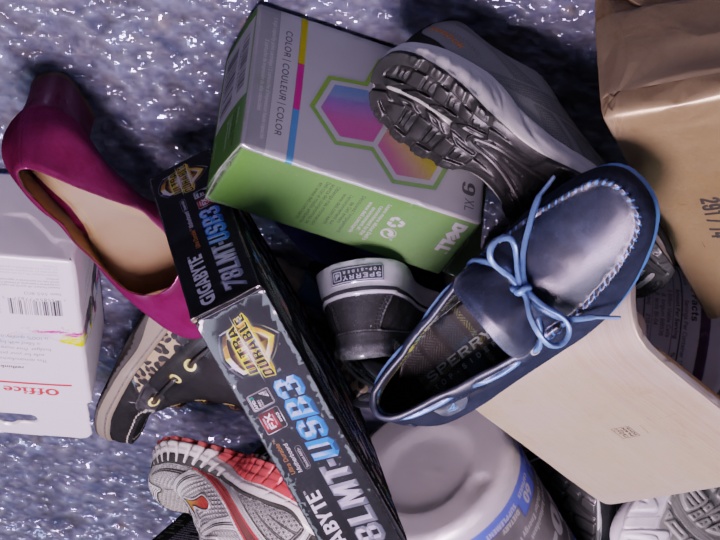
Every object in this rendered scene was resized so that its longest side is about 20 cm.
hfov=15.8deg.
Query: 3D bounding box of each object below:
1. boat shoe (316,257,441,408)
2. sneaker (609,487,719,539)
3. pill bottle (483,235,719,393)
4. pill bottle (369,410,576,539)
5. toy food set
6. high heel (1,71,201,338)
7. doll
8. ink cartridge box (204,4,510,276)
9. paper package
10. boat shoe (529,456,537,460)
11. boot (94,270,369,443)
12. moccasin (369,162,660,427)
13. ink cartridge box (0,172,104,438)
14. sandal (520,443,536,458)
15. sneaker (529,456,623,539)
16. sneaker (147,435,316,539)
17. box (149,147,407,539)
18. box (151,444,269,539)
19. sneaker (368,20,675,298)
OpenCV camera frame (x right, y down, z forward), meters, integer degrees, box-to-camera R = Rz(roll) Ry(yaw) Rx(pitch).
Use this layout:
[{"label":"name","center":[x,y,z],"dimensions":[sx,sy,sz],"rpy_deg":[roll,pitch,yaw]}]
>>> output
[{"label":"boat shoe","center":[0.023,0.045,1.526],"dimensions":[0.073,0.068,0.199],"rpy_deg":[-8,167,7]},{"label":"sneaker","center":[0.221,0.149,1.685],"dimensions":[0.099,0.200,0.078],"rpy_deg":[-30,87,50]},{"label":"pill bottle","center":[0.167,0.049,1.598],"dimensions":[0.199,0.113,0.112],"rpy_deg":[11,144,-7]},{"label":"pill bottle","center":[0.077,0.181,1.597],"dimensions":[0.113,0.114,0.200],"rpy_deg":[-11,135,22]},{"label":"toy food set","center":[0.156,0.067,1.490],"dimensions":[0.143,0.061,0.200],"rpy_deg":[-14,140,42]},{"label":"high heel","center":[-0.149,-0.016,1.524],"dimensions":[0.067,0.096,0.200],"rpy_deg":[-25,119,21]},{"label":"doll","center":[0.000,0.000,1.608],"dimensions":[0.136,0.049,0.200],"rpy_deg":[-3,147,25]},{"label":"ink cartridge box","center":[0.018,-0.066,1.467],"dimensions":[0.200,0.104,0.059],"rpy_deg":[18,143,-16]},{"label":"paper package","center":[0.244,-0.081,1.418],"dimensions":[0.190,0.104,0.200],"rpy_deg":[-10,142,23]},{"label":"boat shoe","center":[0.111,0.140,1.775],"dimensions":[0.201,0.063,0.074],"rpy_deg":[-10,139,18]},{"label":"boot","center":[-0.081,0.075,1.676],"dimensions":[0.150,0.073,0.200],"rpy_deg":[29,134,-3]},{"label":"moccasin","center":[0.082,0.025,1.382],"dimensions":[0.080,0.068,0.200],"rpy_deg":[47,120,13]},{"label":"ink cartridge box","center":[-0.227,0.023,1.654],"dimensions":[0.115,0.068,0.200],"rpy_deg":[5,144,2]},{"label":"sandal","center":[0.129,0.081,1.681],"dimensions":[0.199,0.082,0.055],"rpy_deg":[-2,124,8]},{"label":"sneaker","center":[0.148,0.152,1.701],"dimensions":[0.076,0.088,0.200],"rpy_deg":[42,158,19]},{"label":"sneaker","center":[-0.084,0.155,1.635],"dimensions":[0.078,0.082,0.200],"rpy_deg":[23,173,-28]},{"label":"box","center":[-0.046,0.053,1.480],"dimensions":[0.050,0.199,0.200],"rpy_deg":[-28,118,1]},{"label":"box","center":[-0.032,0.198,1.719],"dimensions":[0.200,0.164,0.086],"rpy_deg":[2,124,46]},{"label":"sneaker","center":[0.100,-0.065,1.428],"dimensions":[0.200,0.079,0.074],"rpy_deg":[43,133,-3]}]
